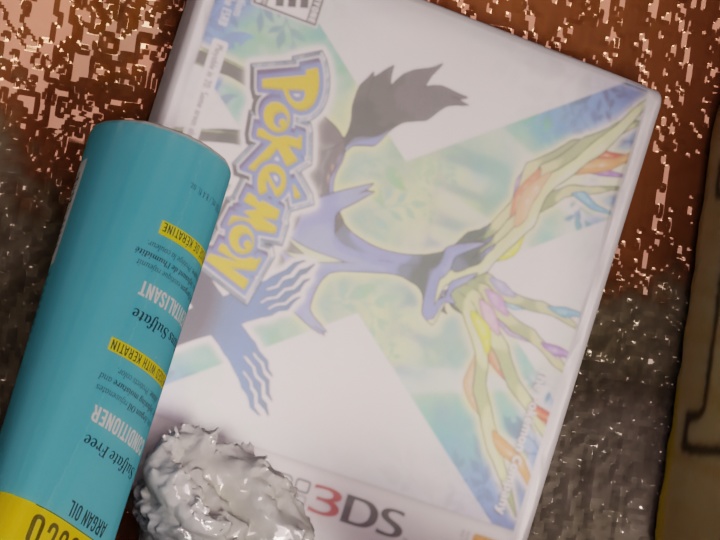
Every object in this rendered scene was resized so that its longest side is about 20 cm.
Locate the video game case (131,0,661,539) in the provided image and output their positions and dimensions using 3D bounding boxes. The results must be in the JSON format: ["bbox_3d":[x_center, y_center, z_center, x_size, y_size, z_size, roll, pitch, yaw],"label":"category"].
[{"bbox_3d":[0.000,0.000,1.047,0.181,0.022,0.201,19,84,-17],"label":"video game case"}]

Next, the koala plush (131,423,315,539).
[{"bbox_3d":[-0.012,0.159,0.991,0.199,0.184,0.178,20,97,3],"label":"koala plush"}]

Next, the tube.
[{"bbox_3d":[-0.094,0.050,0.958,0.077,0.050,0.201,39,61,-52],"label":"tube"}]

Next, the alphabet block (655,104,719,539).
[{"bbox_3d":[0.239,0.035,1.032,0.194,0.200,0.198,11,87,-18],"label":"alphabet block"}]
